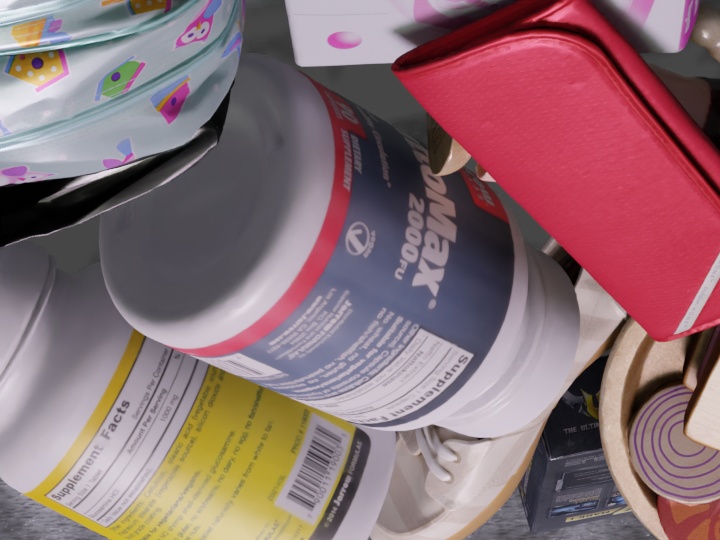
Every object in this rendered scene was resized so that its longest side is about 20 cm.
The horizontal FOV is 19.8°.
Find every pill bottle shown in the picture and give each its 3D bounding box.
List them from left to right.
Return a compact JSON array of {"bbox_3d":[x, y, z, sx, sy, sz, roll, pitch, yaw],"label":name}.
[{"bbox_3d":[-0.093,0.067,0.923,0.199,0.113,0.112,31,144,-17],"label":"pill bottle"},{"bbox_3d":[0.000,0.000,0.860,0.119,0.120,0.199,-21,149,35],"label":"pill bottle"}]

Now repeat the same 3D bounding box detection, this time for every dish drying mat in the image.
[{"bbox_3d":[0.097,-0.034,0.780,0.076,0.018,0.200,-22,139,27],"label":"dish drying mat"}]

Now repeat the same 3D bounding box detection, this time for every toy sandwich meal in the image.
[{"bbox_3d":[0.200,0.070,0.911,0.204,0.070,0.207,4,116,9],"label":"toy sandwich meal"}]

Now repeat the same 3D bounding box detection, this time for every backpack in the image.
[{"bbox_3d":[-0.133,-0.088,0.639,0.198,0.168,0.127,-7,150,-3],"label":"backpack"}]

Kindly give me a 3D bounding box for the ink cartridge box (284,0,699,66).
[{"bbox_3d":[0.067,-0.135,0.675,0.198,0.044,0.197,-2,154,4],"label":"ink cartridge box"}]

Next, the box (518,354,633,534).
[{"bbox_3d":[0.181,0.077,1.061,0.199,0.051,0.158,-11,159,-2],"label":"box"}]

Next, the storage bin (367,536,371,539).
[{"bbox_3d":[-0.023,0.161,1.100,0.093,0.136,0.200,6,177,13],"label":"storage bin"}]

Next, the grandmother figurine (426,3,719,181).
[{"bbox_3d":[0.128,-0.052,0.827,0.199,0.061,0.121,7,148,-16],"label":"grandmother figurine"}]

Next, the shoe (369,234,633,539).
[{"bbox_3d":[0.062,0.050,0.958,0.200,0.070,0.053,-50,139,11],"label":"shoe"}]
